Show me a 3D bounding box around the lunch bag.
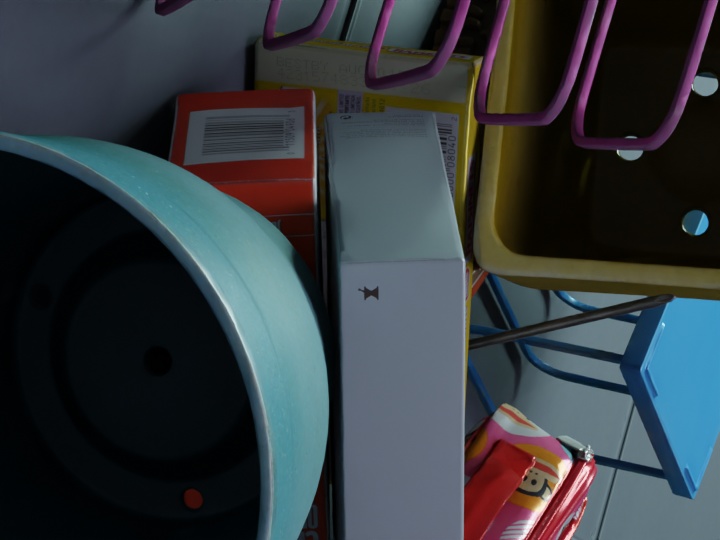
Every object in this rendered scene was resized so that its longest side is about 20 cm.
[{"bbox_3d":[0.037,0.158,1.091,0.200,0.082,0.177,-49,168,-45],"label":"lunch bag"}]

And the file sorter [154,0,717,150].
[{"bbox_3d":[0.032,-0.131,0.880,0.139,0.199,0.126,-165,-88,-77],"label":"file sorter"}]

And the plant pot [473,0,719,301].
[{"bbox_3d":[0.162,-0.073,1.056,0.200,0.193,0.197,55,40,-78],"label":"plant pot"}]

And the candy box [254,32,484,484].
[{"bbox_3d":[0.000,0.000,1.004,0.026,0.102,0.201,-32,128,-63],"label":"candy box"}]

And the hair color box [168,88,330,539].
[{"bbox_3d":[-0.045,0.038,0.934,0.111,0.063,0.201,-94,-179,-68],"label":"hair color box"}]

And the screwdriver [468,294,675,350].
[{"bbox_3d":[0.057,0.029,1.035,0.028,0.199,0.029,45,40,-34],"label":"screwdriver"}]

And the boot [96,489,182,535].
[{"bbox_3d":[-0.104,0.196,0.911,0.201,0.076,0.168,-65,150,-22],"label":"boot"}]

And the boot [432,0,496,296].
[{"bbox_3d":[0.062,-0.043,1.142,0.201,0.075,0.107,-67,155,-24],"label":"boot"}]

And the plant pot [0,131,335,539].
[{"bbox_3d":[-0.097,0.043,0.766,0.188,0.199,0.201,-31,128,-72],"label":"plant pot"}]

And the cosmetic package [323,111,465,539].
[{"bbox_3d":[0.013,0.056,0.904,0.151,0.051,0.201,-91,-179,-65],"label":"cosmetic package"}]

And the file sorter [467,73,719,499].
[{"bbox_3d":[0.151,-0.004,1.263,0.201,0.122,0.139,-64,149,-25],"label":"file sorter"}]
